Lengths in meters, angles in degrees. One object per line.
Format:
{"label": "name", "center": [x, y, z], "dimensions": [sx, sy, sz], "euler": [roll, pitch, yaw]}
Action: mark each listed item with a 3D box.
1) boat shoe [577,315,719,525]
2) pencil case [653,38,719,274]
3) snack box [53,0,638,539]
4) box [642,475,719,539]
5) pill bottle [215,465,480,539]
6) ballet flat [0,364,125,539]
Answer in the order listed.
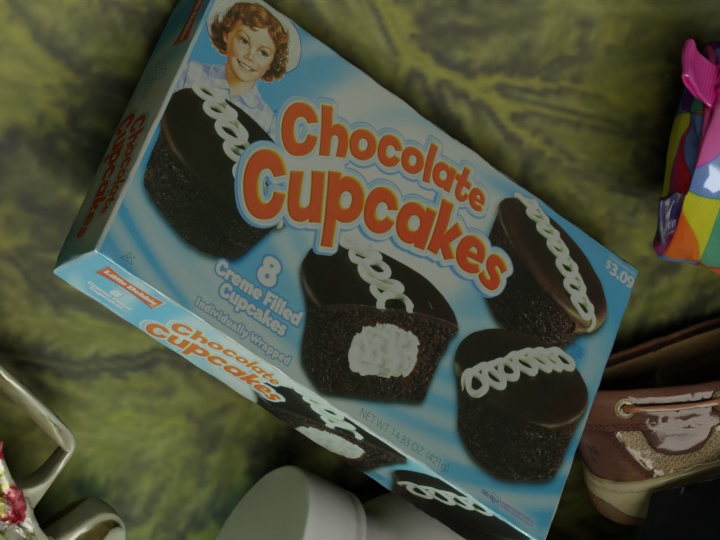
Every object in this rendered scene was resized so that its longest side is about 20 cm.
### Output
{"label": "boat shoe", "center": [0.171, 0.028, 1.002], "dimensions": [0.199, 0.072, 0.072], "euler": [-20, 117, 4]}
{"label": "pencil case", "center": [0.200, -0.021, 0.949], "dimensions": [0.199, 0.088, 0.089], "euler": [15, 110, 0]}
{"label": "snack box", "center": [0.000, 0.000, 0.935], "dimensions": [0.199, 0.037, 0.117], "euler": [34, 62, -23]}
{"label": "box", "center": [0.222, 0.154, 0.950], "dimensions": [0.181, 0.104, 0.200], "euler": [-21, 124, 35]}
{"label": "pill bottle", "center": [0.039, 0.152, 1.002], "dimensions": [0.199, 0.112, 0.113], "euler": [28, 105, -21]}
{"label": "ballet flat", "center": [-0.123, 0.090, 0.965], "dimensions": [0.064, 0.076, 0.201], "euler": [-35, 120, -13]}
